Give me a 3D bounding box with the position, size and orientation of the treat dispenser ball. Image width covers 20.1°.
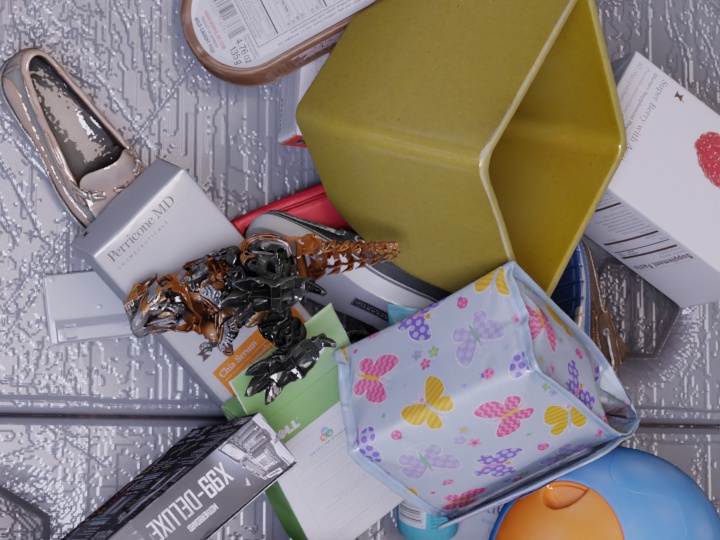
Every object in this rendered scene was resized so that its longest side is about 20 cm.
[{"bbox_3d":[0.200,0.243,1.642,0.199,0.201,0.203,2,83,-20],"label":"treat dispenser ball"}]

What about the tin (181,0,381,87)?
[{"bbox_3d":[-0.053,-0.228,1.657,0.199,0.042,0.112,-29,83,5],"label":"tin"}]

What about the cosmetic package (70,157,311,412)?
[{"bbox_3d":[-0.122,0.020,1.604,0.101,0.071,0.200,-45,113,-10],"label":"cosmetic package"}]

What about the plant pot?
[{"bbox_3d":[0.068,-0.108,1.581,0.195,0.199,0.196,-59,147,-28],"label":"plant pot"}]

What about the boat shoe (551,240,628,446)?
[{"bbox_3d":[0.189,0.067,1.753,0.072,0.072,0.202,10,74,-40],"label":"boat shoe"}]

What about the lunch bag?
[{"bbox_3d":[0.103,0.111,1.540,0.200,0.169,0.128,42,29,-47],"label":"lunch bag"}]

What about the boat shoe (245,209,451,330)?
[{"bbox_3d":[0.000,0.000,1.653,0.199,0.069,0.057,29,57,-13],"label":"boat shoe"}]

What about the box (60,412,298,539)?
[{"bbox_3d":[-0.146,0.180,1.537,0.158,0.200,0.050,-40,96,-20],"label":"box"}]

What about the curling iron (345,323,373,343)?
[{"bbox_3d":[-0.006,0.144,1.687,0.049,0.026,0.202,9,82,-17],"label":"curling iron"}]

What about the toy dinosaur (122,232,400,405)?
[{"bbox_3d":[-0.075,0.009,1.501,0.199,0.136,0.102,-35,121,7],"label":"toy dinosaur"}]

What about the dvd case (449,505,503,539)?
[{"bbox_3d":[0.128,0.273,1.729,0.142,0.018,0.201,14,79,-18],"label":"dvd case"}]

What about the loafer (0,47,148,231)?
[{"bbox_3d":[-0.215,-0.090,1.613,0.072,0.063,0.200,-40,99,-20],"label":"loafer"}]

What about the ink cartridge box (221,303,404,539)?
[{"bbox_3d":[-0.040,0.121,1.591,0.104,0.059,0.201,-36,125,-17],"label":"ink cartridge box"}]

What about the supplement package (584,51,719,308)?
[{"bbox_3d":[0.261,-0.075,1.762,0.199,0.120,0.122,35,73,-14],"label":"supplement package"}]

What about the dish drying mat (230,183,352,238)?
[{"bbox_3d":[-0.005,-0.041,1.680,0.199,0.018,0.077,-22,103,-12],"label":"dish drying mat"}]

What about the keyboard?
[{"bbox_3d":[-0.158,0.022,1.653,0.199,0.011,0.057,-6,81,-22],"label":"keyboard"}]

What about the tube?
[{"bbox_3d":[0.057,0.124,1.653,0.077,0.050,0.201,5,114,8],"label":"tube"}]

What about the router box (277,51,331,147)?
[{"bbox_3d":[0.026,-0.197,1.724,0.178,0.049,0.202,7,82,-20],"label":"router box"}]
